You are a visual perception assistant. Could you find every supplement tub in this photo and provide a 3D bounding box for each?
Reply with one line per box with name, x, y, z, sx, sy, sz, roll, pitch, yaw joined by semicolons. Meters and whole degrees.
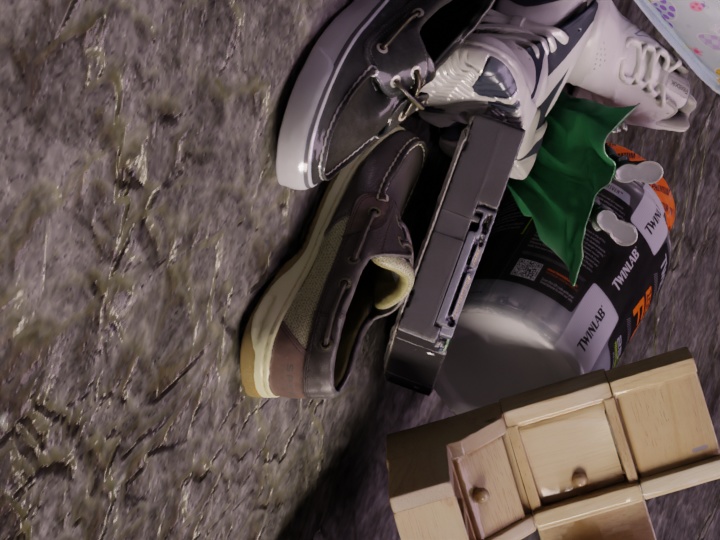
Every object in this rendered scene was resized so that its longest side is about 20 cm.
supplement tub;0.131;0.010;1.928;0.123;0.122;0.200;89;27;-44

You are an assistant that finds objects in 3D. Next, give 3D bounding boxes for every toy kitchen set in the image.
toy kitchen set;0.134;0.165;1.757;0.180;0.200;0.163;-87;160;-81

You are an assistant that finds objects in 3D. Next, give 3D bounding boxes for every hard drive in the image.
hard drive;0.054;-0.006;1.746;0.200;0.038;0.140;103;7;-80

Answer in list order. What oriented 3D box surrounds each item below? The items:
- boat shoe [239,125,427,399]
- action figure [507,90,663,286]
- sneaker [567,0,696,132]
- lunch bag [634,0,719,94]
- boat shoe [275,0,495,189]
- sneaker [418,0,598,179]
boat shoe;0.000;0.000;1.631;0.072;0.066;0.201;85;29;-47
action figure;0.130;-0.071;1.831;0.118;0.055;0.200;-67;-158;10
sneaker;0.184;-0.146;1.997;0.075;0.087;0.200;-69;160;-3
lunch bag;0.243;-0.252;1.984;0.200;0.127;0.170;45;46;-27
boat shoe;0.016;-0.115;1.590;0.069;0.057;0.200;88;27;-45
sneaker;0.090;-0.141;1.743;0.199;0.079;0.130;48;59;-70
